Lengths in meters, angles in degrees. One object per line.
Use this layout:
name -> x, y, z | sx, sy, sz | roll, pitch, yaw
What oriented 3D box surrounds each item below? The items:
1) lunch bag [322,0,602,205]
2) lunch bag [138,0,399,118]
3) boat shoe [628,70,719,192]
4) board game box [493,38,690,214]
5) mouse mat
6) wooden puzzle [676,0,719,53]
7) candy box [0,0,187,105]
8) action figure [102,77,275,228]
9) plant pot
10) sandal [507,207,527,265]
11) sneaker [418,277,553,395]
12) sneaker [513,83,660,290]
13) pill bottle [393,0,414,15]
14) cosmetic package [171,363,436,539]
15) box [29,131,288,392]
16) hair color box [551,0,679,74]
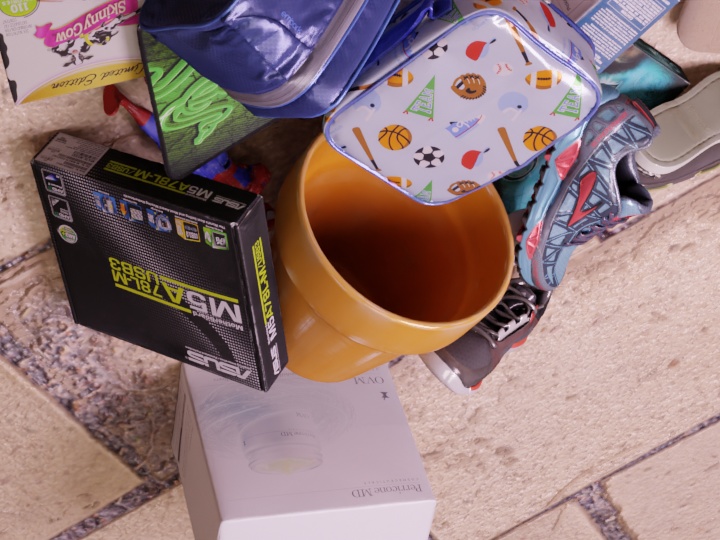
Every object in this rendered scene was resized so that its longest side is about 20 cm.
lunch bag -> 0.073, -0.141, 1.365 | 0.160, 0.076, 0.200 | 32, 129, -32
lunch bag -> -0.042, -0.210, 1.292 | 0.132, 0.135, 0.201 | 38, 75, -33
boat shoe -> 0.294, -0.121, 1.590 | 0.200, 0.072, 0.061 | -21, 163, -34
board game box -> 0.170, -0.129, 1.587 | 0.135, 0.028, 0.200 | 25, 120, -37
mouse mat -> -0.079, -0.172, 1.400 | 0.199, 0.008, 0.162 | -33, 140, -23
wooden puzzle -> 0.377, -0.263, 1.522 | 0.198, 0.046, 0.186 | 3, 131, -15
candy box -> -0.206, -0.225, 1.310 | 0.135, 0.061, 0.201 | -14, 136, -7
action figure -> -0.123, -0.075, 1.491 | 0.065, 0.099, 0.200 | -33, 137, 15
plant pot -> 0.000, 0.000, 1.546 | 0.199, 0.202, 0.183 | 8, 148, -26
sandal -> 0.094, -0.009, 1.660 | 0.082, 0.050, 0.203 | -8, 156, -43
sneaker -> 0.114, 0.042, 1.624 | 0.077, 0.200, 0.082 | 46, 120, 4
sneaker -> 0.190, -0.055, 1.514 | 0.095, 0.079, 0.201 | 25, 128, 14
pill bottle -> 0.089, -0.262, 1.372 | 0.200, 0.111, 0.110 | -42, 132, 21
cosmetic package -> -0.057, 0.186, 1.687 | 0.198, 0.201, 0.124 | -4, 134, -16
box -> -0.162, -0.006, 1.496 | 0.199, 0.048, 0.194 | 18, 138, 22
hair color box -> 0.163, -0.203, 1.461 | 0.200, 0.100, 0.060 | -41, 131, 22
